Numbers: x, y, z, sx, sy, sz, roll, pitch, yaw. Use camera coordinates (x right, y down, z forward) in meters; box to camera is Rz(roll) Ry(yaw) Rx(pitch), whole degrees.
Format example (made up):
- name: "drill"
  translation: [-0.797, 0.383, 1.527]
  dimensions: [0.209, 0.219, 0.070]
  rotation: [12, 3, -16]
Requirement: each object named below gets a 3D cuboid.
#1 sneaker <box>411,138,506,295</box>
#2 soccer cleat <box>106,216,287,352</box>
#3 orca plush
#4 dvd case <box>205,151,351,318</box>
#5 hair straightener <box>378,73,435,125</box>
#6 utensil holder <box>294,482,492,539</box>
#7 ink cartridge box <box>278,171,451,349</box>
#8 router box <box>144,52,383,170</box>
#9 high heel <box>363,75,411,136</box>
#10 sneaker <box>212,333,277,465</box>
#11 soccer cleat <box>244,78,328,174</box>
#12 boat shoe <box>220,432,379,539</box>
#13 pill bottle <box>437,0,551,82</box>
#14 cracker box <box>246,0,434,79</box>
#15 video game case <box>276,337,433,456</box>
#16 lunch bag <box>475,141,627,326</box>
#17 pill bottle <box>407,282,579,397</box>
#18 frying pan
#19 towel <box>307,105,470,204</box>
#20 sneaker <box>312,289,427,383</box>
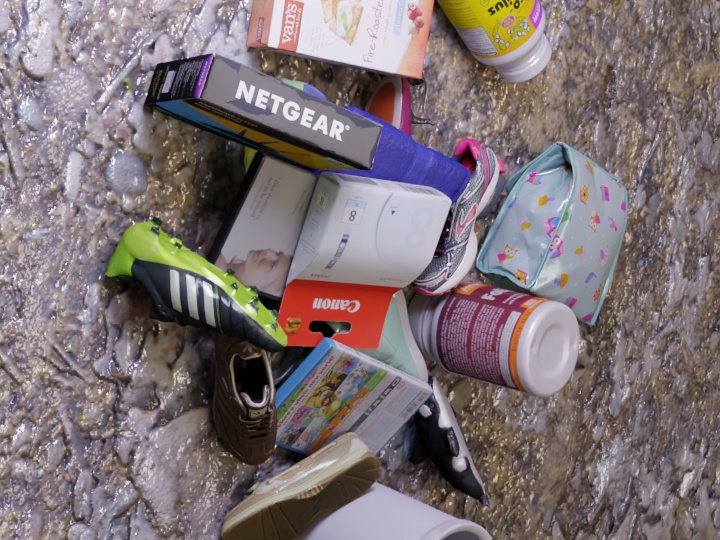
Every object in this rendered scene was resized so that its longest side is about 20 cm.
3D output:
- name: "sneaker"
  translation: [0.105, -0.065, 1.844]
  dimensions: [0.075, 0.080, 0.202]
  rotation: [41, 67, -52]
- name: "soccer cleat"
  translation: [-0.164, 0.030, 1.540]
  dimensions: [0.199, 0.068, 0.081]
  rotation: [37, 104, -10]
- name: "orca plush"
  translation: [0.098, 0.227, 1.941]
  dimensions: [0.106, 0.070, 0.201]
  rotation: [-101, 167, -48]
- name: "dvd case"
  translation: [-0.066, -0.033, 1.627]
  dimensions: [0.199, 0.017, 0.144]
  rotation: [18, 101, -44]
- name: "hair straightener"
  translation: [0.046, -0.253, 1.764]
  dimensions: [0.077, 0.041, 0.201]
  rotation: [-51, 126, -27]
- name: "utensil holder"
  translation: [0.032, 0.342, 1.770]
  dimensions: [0.169, 0.199, 0.172]
  rotation: [-17, 115, -42]
- name: "ink cartridge box"
  translation: [0.000, 0.000, 1.653]
  dimensions: [0.159, 0.047, 0.202]
  rotation: [4, 110, -40]
- name: "router box"
  translation: [-0.098, -0.155, 1.516]
  dimensions: [0.198, 0.149, 0.052]
  rotation: [20, 83, -28]
- name: "high heel"
  translation: [0.046, -0.134, 1.780]
  dimensions: [0.095, 0.067, 0.203]
  rotation: [-4, 114, -43]
- name: "sneaker"
  translation: [-0.123, 0.142, 1.628]
  dimensions: [0.069, 0.076, 0.202]
  rotation: [-13, 124, -10]
- name: "soccer cleat"
  translation: [-0.100, -0.112, 1.643]
  dimensions: [0.083, 0.065, 0.202]
  rotation: [26, 83, -17]
- name: "boat shoe"
  translation: [-0.075, 0.251, 1.735]
  dimensions: [0.199, 0.063, 0.074]
  rotation: [-29, 134, -15]
- name: "pill bottle"
  translation: [0.157, -0.319, 1.825]
  dimensions: [0.105, 0.103, 0.200]
  rotation: [-59, 135, -19]
- name: "cracker box"
  translation: [-0.017, -0.291, 1.643]
  dimensions: [0.198, 0.057, 0.136]
  rotation: [7, 95, -31]
- name: "video game case"
  translation: [-0.020, 0.160, 1.761]
  dimensions: [0.143, 0.018, 0.199]
  rotation: [-48, 139, 14]
- name: "lunch bag"
  translation: [0.264, -0.054, 1.993]
  dimensions: [0.170, 0.121, 0.202]
  rotation: [26, 86, -46]
- name: "pill bottle"
  translation: [0.157, 0.078, 1.848]
  dimensions: [0.113, 0.198, 0.116]
  rotation: [-14, 110, -45]
- name: "frying pan"
  translation: [-0.139, 0.074, 1.653]
  dimensions: [0.188, 0.031, 0.117]
  rotation: [-1, 102, -38]
- name: "towel"
  translation: [0.020, -0.088, 1.712]
  dimensions: [0.199, 0.049, 0.149]
  rotation: [24, 97, -41]
- name: "sneaker"
  translation: [0.008, 0.104, 1.798]
  dimensions: [0.118, 0.074, 0.202]
  rotation: [-35, 132, -20]
